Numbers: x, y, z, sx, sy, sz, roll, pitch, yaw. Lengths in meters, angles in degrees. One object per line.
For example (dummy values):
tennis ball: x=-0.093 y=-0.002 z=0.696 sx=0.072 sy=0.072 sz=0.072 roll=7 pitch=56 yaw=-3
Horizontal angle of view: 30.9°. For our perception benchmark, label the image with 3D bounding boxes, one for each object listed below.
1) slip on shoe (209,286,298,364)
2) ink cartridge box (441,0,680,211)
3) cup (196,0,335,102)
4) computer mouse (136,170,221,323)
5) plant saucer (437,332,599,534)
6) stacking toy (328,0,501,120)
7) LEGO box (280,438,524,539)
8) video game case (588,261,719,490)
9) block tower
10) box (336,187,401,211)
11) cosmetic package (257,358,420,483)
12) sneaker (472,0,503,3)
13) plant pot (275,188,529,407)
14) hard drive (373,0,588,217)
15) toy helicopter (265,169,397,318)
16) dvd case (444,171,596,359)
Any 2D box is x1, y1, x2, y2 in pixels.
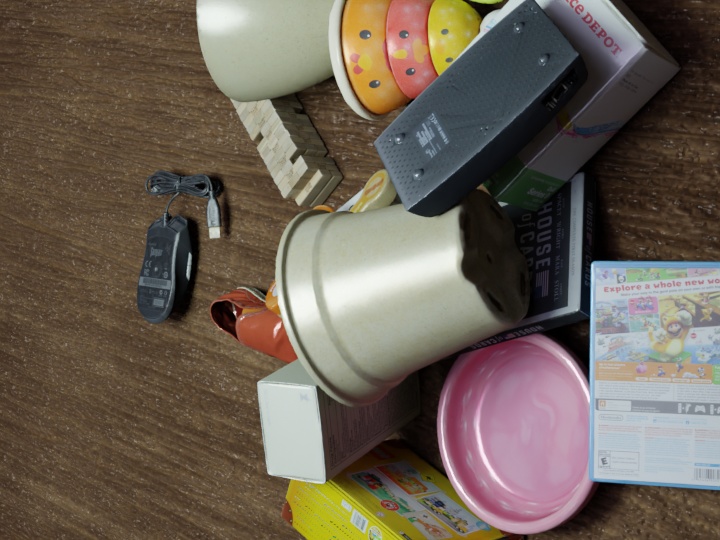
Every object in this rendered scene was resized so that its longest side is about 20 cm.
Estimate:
slip on shoe: x=-0.113 y=0.070 z=1.525 sx=0.200 sy=0.061 sz=0.074 roll=26 pitch=125 yaw=52
ink cartridge box: x=0.177 y=-0.178 z=1.235 sx=0.200 sy=0.087 sz=0.145 roll=-48 pitch=59 yaw=23
cup: x=-0.068 y=-0.285 z=1.436 sx=0.143 sy=0.200 sz=0.201 roll=5 pitch=93 yaw=24
computer mouse: x=-0.223 y=-0.030 z=1.676 sx=0.140 sy=0.046 sz=0.201 roll=-1 pitch=84 yaw=40
plant saucer: x=0.165 y=0.157 z=1.284 sx=0.200 sy=0.051 sz=0.201 roll=-2 pitch=87 yaw=45
stacking toy: x=0.079 y=-0.239 z=1.343 sx=0.200 sy=0.146 sz=0.147 roll=-6 pitch=85 yaw=28
LEGO box: x=0.040 y=0.261 z=1.334 sx=0.200 sy=0.149 sz=0.077 roll=33 pitch=115 yaw=40
video game case: x=0.277 y=0.092 z=1.164 sx=0.143 sy=0.018 sz=0.201 roll=1 pitch=90 yaw=23
block tower: x=-0.095 y=-0.169 z=1.541 sx=0.058 sy=0.054 sz=0.200 roll=-49 pitch=58 yaw=31
box: x=0.000 y=0.000 z=1.458 sx=0.200 sy=0.036 sz=0.145 roll=-39 pitch=63 yaw=39
cosmetic package: x=-0.017 y=0.132 z=1.341 sx=0.073 sy=0.200 sz=0.104 roll=3 pitch=105 yaw=32
sneaker: x=0.085 y=-0.335 z=1.345 sx=0.200 sy=0.074 sz=0.084 roll=20 pitch=130 yaw=34
plant pot: x=0.052 y=0.011 z=1.237 sx=0.183 sy=0.200 sz=0.201 roll=-19 pitch=76 yaw=30
hard drive: x=0.107 y=-0.142 z=1.166 sx=0.200 sy=0.042 sz=0.135 roll=-42 pitch=36 yaw=15
toy helicopter: x=-0.026 y=-0.029 z=1.411 sx=0.200 sy=0.079 sz=0.132 roll=-51 pitch=24 yaw=11
dvd case: x=0.145 y=-0.001 z=1.289 sx=0.200 sy=0.025 sz=0.151 roll=-21 pitch=53 yaw=43
